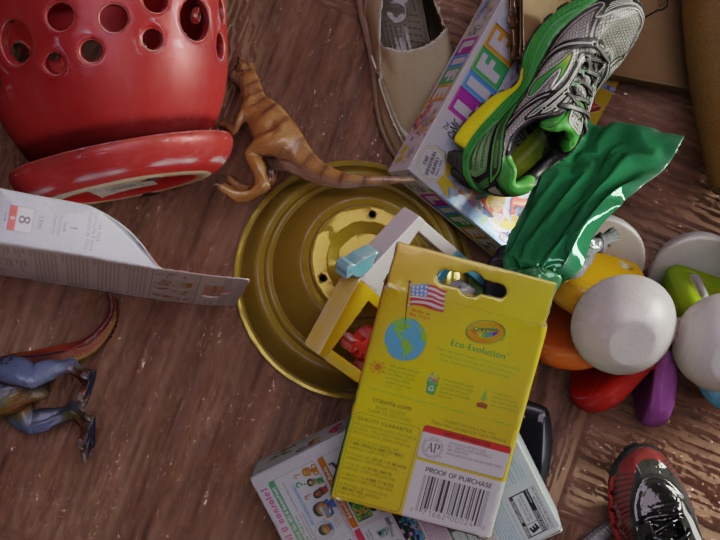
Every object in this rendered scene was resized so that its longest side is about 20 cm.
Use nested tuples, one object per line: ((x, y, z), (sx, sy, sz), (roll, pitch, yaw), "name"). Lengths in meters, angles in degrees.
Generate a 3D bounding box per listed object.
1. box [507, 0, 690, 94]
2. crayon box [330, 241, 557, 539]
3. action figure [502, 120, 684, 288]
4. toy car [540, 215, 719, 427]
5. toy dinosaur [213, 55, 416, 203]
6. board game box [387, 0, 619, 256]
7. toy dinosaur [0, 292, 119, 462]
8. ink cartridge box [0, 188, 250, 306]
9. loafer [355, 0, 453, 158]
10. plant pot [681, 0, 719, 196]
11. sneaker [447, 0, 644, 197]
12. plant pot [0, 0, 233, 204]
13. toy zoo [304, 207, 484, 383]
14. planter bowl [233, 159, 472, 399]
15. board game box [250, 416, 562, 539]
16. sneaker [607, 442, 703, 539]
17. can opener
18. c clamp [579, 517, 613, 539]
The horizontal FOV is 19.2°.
((0.204, -0.240, 1.769), (0.199, 0.021, 0.164), (6, 78, -34), "box")
((0.062, 0.085, 1.578), (0.126, 0.051, 0.201), (15, 100, 0), "crayon box")
((0.165, -0.041, 1.659), (0.118, 0.055, 0.200), (6, 44, 31), "action figure")
((0.232, 0.054, 1.708), (0.199, 0.175, 0.151), (10, 114, -10), "toy car")
((-0.063, -0.097, 1.704), (0.200, 0.060, 0.106), (45, 105, 27), "toy dinosaur")
((0.123, -0.125, 1.743), (0.134, 0.034, 0.201), (37, 71, -24), "board game box")
((-0.299, 0.107, 1.678), (0.181, 0.105, 0.200), (7, 41, 7), "toy dinosaur")
((-0.187, -0.016, 1.650), (0.199, 0.162, 0.050), (6, 81, -6), "ink cartridge box")
((0.044, -0.165, 1.756), (0.075, 0.068, 0.201), (-18, 82, -10), "loafer")
((0.346, -0.158, 1.744), (0.185, 0.186, 0.201), (7, 85, -6), "plant pot")
((0.162, -0.134, 1.674), (0.200, 0.085, 0.078), (-52, 127, -5), "sneaker")
((-0.194, -0.152, 1.660), (0.199, 0.200, 0.183), (-12, 87, -9), "plant pot")
((0.035, 0.035, 1.657), (0.020, 0.200, 0.131), (35, 89, 41), "toy zoo")
((0.000, 0.000, 1.712), (0.199, 0.083, 0.201), (1, 80, -7), "planter bowl")
((0.035, 0.175, 1.651), (0.199, 0.064, 0.148), (-26, 98, 5), "board game box")
((0.246, 0.234, 1.672), (0.070, 0.098, 0.201), (-11, 87, -10), "sneaker")
((0.115, 0.077, 1.693), (0.078, 0.063, 0.201), (1, 103, 8), "can opener")
((0.182, 0.252, 1.717), (0.199, 0.027, 0.171), (-29, 86, -12), "c clamp")
